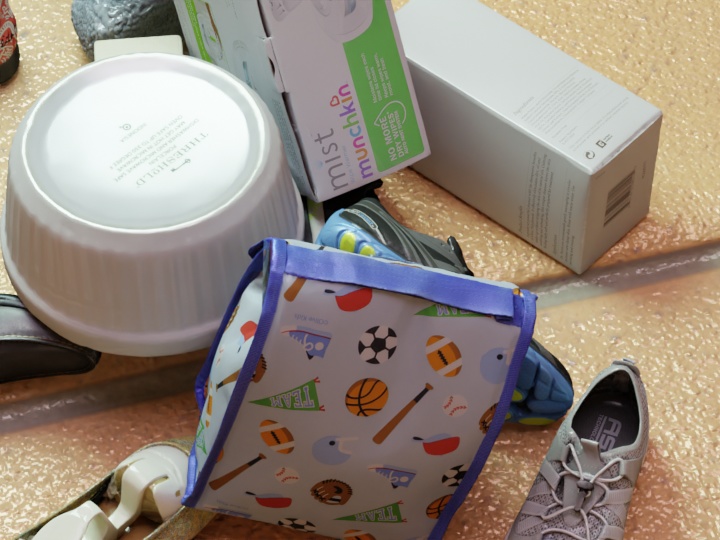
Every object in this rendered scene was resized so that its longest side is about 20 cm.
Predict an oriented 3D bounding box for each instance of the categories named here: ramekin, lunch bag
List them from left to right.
[{"bbox_3d":[-0.135,-0.052,1.547,0.201,0.094,0.203,0,49,0],"label":"ramekin"},{"bbox_3d":[-0.002,0.062,1.457,0.169,0.200,0.124,11,49,-12],"label":"lunch bag"}]

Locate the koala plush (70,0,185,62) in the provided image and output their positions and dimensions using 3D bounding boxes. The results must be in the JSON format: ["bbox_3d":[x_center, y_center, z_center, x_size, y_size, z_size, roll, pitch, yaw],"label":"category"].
[{"bbox_3d":[-0.161,-0.284,1.808,0.183,0.178,0.200,-20,51,-31],"label":"koala plush"}]

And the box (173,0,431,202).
[{"bbox_3d":[-0.053,-0.168,1.639,0.096,0.201,0.176,-23,22,-20],"label":"box"}]

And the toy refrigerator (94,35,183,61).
[{"bbox_3d":[-0.149,-0.064,1.669,0.070,0.076,0.201,-5,50,-5],"label":"toy refrigerator"}]

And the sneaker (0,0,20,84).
[{"bbox_3d":[-0.348,-0.197,1.759,0.200,0.108,0.067,8,50,6],"label":"sneaker"}]

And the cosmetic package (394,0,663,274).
[{"bbox_3d":[0.102,-0.101,1.683,0.200,0.108,0.085,36,58,25],"label":"cosmetic package"}]

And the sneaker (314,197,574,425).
[{"bbox_3d":[0.062,0.023,1.561,0.199,0.071,0.083,39,42,-4],"label":"sneaker"}]

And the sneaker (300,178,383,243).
[{"bbox_3d":[0.000,0.000,1.618,0.082,0.072,0.201,-6,50,-8],"label":"sneaker"}]

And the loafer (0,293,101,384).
[{"bbox_3d":[-0.264,0.060,1.571,0.199,0.073,0.073,-1,57,11],"label":"loafer"}]

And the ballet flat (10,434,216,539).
[{"bbox_3d":[-0.151,0.153,1.489,0.200,0.071,0.071,-37,59,-28],"label":"ballet flat"}]

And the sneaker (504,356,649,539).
[{"bbox_3d":[0.130,0.138,1.493,0.074,0.082,0.201,12,50,10],"label":"sneaker"}]
